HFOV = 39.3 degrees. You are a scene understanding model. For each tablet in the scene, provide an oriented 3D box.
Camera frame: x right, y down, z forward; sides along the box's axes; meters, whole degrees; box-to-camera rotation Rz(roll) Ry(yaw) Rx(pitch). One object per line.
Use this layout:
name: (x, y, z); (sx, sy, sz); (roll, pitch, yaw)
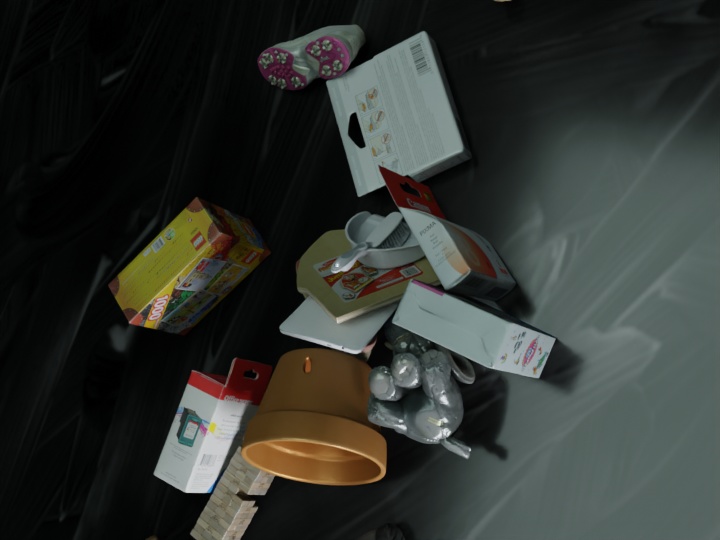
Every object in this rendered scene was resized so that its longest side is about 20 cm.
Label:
tablet: (-0.010, 0.041, 1.400); (0.128, 0.200, 0.014); (13, 129, 27)

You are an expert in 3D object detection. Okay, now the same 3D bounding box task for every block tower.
block tower: (-0.176, 0.323, 1.479); (0.057, 0.054, 0.202); (29, 92, 28)

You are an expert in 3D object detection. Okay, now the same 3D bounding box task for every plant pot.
plant pot: (-0.055, 0.197, 1.380); (0.197, 0.200, 0.142); (-4, 61, 25)

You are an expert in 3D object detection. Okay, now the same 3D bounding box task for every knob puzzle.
knob puzzle: (0.000, 0.000, 1.420); (0.217, 0.220, 0.031); (14, 129, 27)

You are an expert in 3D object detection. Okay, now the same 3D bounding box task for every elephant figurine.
elephant figurine: (0.086, 0.136, 1.362); (0.139, 0.200, 0.158); (2, 106, 10)

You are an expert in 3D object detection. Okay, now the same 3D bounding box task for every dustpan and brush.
dustpan and brush: (0.019, -0.035, 1.384); (0.138, 0.058, 0.200); (17, 42, 28)

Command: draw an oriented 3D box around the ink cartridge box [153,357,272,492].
ink cartridge box: (-0.213, 0.219, 1.482); (0.066, 0.116, 0.203); (20, 88, 28)

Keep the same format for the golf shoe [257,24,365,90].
golf shoe: (-0.074, -0.332, 1.561); (0.198, 0.076, 0.092); (1, 36, 41)

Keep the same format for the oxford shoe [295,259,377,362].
oxford shoe: (-0.047, 0.063, 1.462); (0.201, 0.070, 0.075); (58, 145, 39)

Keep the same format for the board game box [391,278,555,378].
board game box: (0.150, 0.076, 1.289); (0.146, 0.199, 0.065); (25, 92, 27)

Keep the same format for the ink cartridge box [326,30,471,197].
ink cartridge box: (0.054, -0.224, 1.484); (0.171, 0.043, 0.203); (-23, 71, 21)

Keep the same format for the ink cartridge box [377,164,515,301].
ink cartridge box: (0.118, -0.058, 1.353); (0.050, 0.161, 0.202); (-35, 68, 22)

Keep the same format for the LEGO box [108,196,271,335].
LEGO box: (-0.257, -0.002, 1.530); (0.200, 0.149, 0.078); (-43, 66, 13)

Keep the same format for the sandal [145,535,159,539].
sandal: (-0.354, 0.496, 1.526); (0.054, 0.080, 0.202); (33, 91, 5)

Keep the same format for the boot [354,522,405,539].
boot: (0.016, 0.454, 1.360); (0.130, 0.070, 0.203); (-27, 59, 22)
